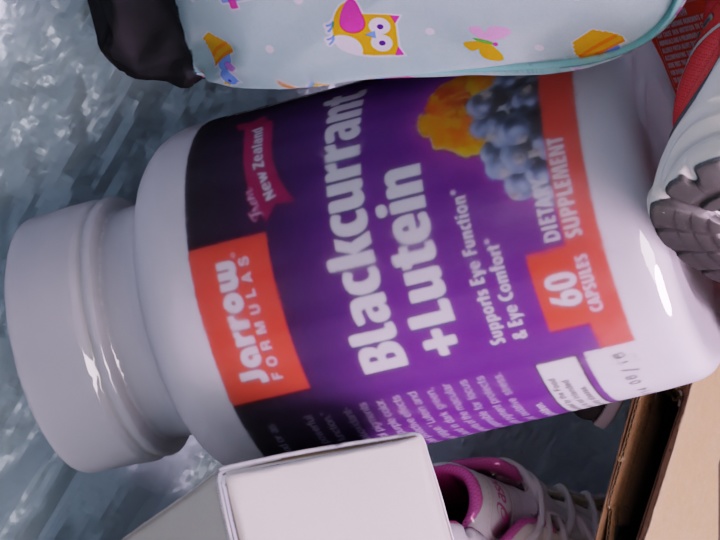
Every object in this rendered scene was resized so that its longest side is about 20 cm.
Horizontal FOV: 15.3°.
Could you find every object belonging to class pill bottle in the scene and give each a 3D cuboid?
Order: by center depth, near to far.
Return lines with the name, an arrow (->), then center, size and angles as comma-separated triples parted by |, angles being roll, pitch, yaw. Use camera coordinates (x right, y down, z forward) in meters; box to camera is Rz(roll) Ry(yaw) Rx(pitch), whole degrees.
pill bottle -> 0.000, 0.000, 0.808 | 0.200, 0.111, 0.112 | -14, 124, 16

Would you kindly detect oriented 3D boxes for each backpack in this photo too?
backpack -> 0.016, -0.121, 0.751 | 0.200, 0.127, 0.167 | -1, 124, 16

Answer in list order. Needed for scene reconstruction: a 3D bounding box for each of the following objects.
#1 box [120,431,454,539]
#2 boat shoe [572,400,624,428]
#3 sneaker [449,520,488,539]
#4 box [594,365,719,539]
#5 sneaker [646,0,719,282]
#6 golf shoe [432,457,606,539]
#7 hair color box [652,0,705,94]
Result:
box -> -0.039, 0.114, 0.824 | 0.068, 0.200, 0.082 | -9, 78, -26
boat shoe -> 0.095, -0.047, 0.919 | 0.057, 0.067, 0.200 | 19, 103, 3
sneaker -> 0.066, 0.168, 0.893 | 0.081, 0.088, 0.200 | -43, 130, 11
box -> 0.137, 0.073, 0.934 | 0.200, 0.021, 0.164 | 40, 63, -57
sneaker -> 0.140, -0.024, 0.771 | 0.200, 0.077, 0.085 | 47, 48, -61
golf shoe -> 0.058, 0.104, 0.940 | 0.200, 0.075, 0.092 | -10, 136, -27
hair color box -> 0.126, -0.139, 0.839 | 0.101, 0.061, 0.200 | -22, 96, -16
